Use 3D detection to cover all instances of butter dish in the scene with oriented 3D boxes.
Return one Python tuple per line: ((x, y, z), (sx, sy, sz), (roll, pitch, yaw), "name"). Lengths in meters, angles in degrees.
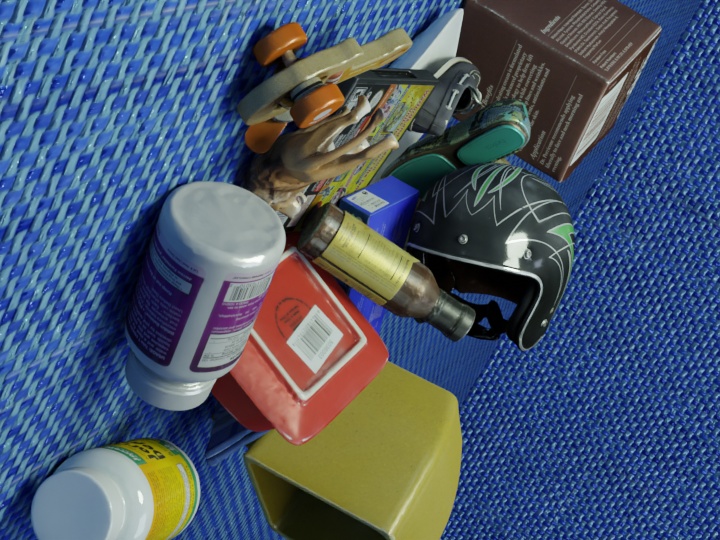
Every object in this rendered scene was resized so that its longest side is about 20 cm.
((-0.105, 0.081, 1.524), (0.148, 0.200, 0.200), (-36, -176, 41), "butter dish")

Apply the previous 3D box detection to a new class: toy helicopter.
((-0.031, -0.171, 1.312), (0.200, 0.079, 0.132), (-29, 175, -41), "toy helicopter")

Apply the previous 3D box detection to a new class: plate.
((0.040, -0.181, 1.658), (0.200, 0.032, 0.200), (-50, 165, -24), "plate")

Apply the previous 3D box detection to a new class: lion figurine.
((-0.044, -0.104, 1.335), (0.122, 0.073, 0.200), (-27, 179, -11), "lion figurine")

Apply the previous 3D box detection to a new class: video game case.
((-0.020, -0.122, 1.503), (0.200, 0.025, 0.181), (-55, 160, 22), "video game case")

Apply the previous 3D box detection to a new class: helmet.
((0.143, -0.025, 1.615), (0.200, 0.200, 0.191), (-42, 141, -46), "helmet")

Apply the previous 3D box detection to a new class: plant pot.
((0.015, 0.216, 1.659), (0.200, 0.194, 0.196), (-54, 155, -25), "plant pot")

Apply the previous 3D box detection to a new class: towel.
((-0.106, 0.139, 1.669), (0.147, 0.024, 0.200), (-32, -164, 14), "towel")

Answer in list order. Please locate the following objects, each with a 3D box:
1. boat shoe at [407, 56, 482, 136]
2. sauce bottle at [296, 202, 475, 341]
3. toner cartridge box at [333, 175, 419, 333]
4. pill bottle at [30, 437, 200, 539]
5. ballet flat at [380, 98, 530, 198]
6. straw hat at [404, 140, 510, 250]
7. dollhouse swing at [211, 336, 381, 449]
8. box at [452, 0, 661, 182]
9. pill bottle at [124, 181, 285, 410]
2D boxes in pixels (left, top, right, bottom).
((0.101, -0.188, 1.652), (0.200, 0.063, 0.073), (-34, 152, -61), "boat shoe")
((0.029, 0.007, 1.532), (0.065, 0.200, 0.065), (-49, -163, 20), "sauce bottle")
((0.000, 0.000, 1.629), (0.095, 0.043, 0.200), (-26, 140, -47), "toner cartridge box")
((-0.242, 0.228, 1.452), (0.113, 0.113, 0.200), (-58, 167, 7), "pill bottle")
((0.110, -0.140, 1.675), (0.200, 0.074, 0.074), (-20, -172, 32), "ballet flat")
((0.079, -0.108, 1.768), (0.201, 0.201, 0.085), (-51, 134, -21), "straw hat")
((-0.057, 0.151, 1.847), (0.200, 0.182, 0.176), (-55, 146, -3), "dollhouse swing")
((0.221, -0.249, 1.777), (0.164, 0.200, 0.166), (-44, 163, -43), "box")
((-0.146, 0.028, 1.312), (0.112, 0.112, 0.200), (-40, 160, -51), "pill bottle")
